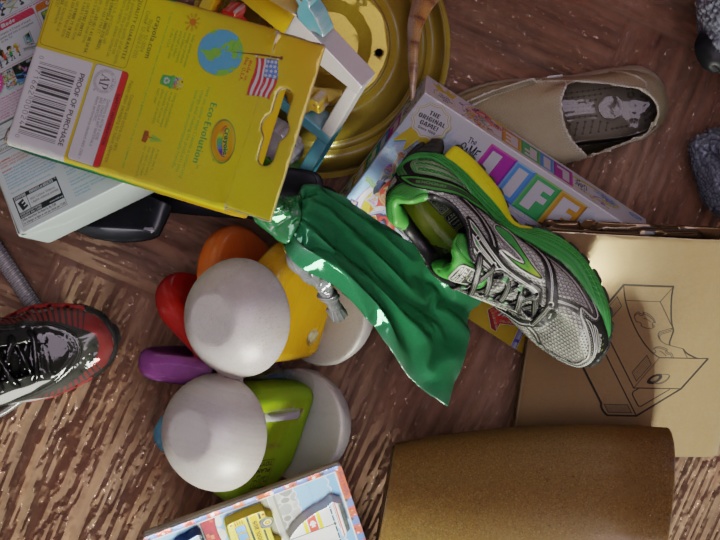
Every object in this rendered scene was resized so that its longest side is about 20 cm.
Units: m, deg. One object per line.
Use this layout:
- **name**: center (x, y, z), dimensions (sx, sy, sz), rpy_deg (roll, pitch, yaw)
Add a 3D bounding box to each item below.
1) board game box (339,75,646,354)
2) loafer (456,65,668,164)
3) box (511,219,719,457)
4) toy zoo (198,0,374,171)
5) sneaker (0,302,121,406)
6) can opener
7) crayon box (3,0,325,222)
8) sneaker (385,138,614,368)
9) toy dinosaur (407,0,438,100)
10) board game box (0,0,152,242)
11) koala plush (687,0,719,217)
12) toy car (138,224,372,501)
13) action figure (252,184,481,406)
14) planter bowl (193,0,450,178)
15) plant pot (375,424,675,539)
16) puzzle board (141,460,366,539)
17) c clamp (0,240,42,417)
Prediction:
- **board game box**: center (0.092, -0.035, 1.574), dimensions (0.200, 0.034, 0.135), rpy_deg (32, 116, -11)
- **loafer**: center (0.137, -0.112, 1.587), dimensions (0.199, 0.068, 0.076), rpy_deg (-16, 96, -4)
- **box**: center (0.203, 0.054, 1.586), dimensions (0.163, 0.021, 0.201), rpy_deg (2, 122, -5)
- **toy zoo**: center (-0.068, -0.135, 1.507), dimensions (0.131, 0.200, 0.020), rpy_deg (39, 50, 5)
- **sneaker**: center (-0.273, 0.069, 1.529), dimensions (0.199, 0.098, 0.071), rpy_deg (-9, 97, 1)
- **can opener**: center (-0.111, -0.055, 1.543), dimensions (0.199, 0.063, 0.079), rpy_deg (1, 79, 18)
- **crayon box**: center (-0.126, -0.114, 1.432), dimensions (0.199, 0.051, 0.128), rpy_deg (18, 89, 16)
- **sneaker**: center (0.093, 0.001, 1.503), dimensions (0.200, 0.085, 0.078), rpy_deg (41, 129, 0)
- **toy dinosaur**: center (0.071, -0.226, 1.546), dimensions (0.106, 0.061, 0.200), rpy_deg (41, 63, 18)
- **board game box**: center (-0.207, -0.142, 1.514), dimensions (0.147, 0.064, 0.201), rpy_deg (-24, 80, 11)
- **koala plush**: center (0.313, -0.165, 1.558), dimensions (0.183, 0.177, 0.201), rpy_deg (-31, 97, -13)
- **toy car**: center (-0.092, 0.065, 1.550), dimensions (0.149, 0.175, 0.201), rpy_deg (16, 99, 29)
- **action figure**: center (0.000, 0.000, 1.496), dimensions (0.200, 0.055, 0.119), rpy_deg (36, 50, -33)
- **planter bowl**: center (-0.027, -0.166, 1.560), dimensions (0.199, 0.083, 0.202), rpy_deg (0, 95, -5)
- **plant pot**: center (0.113, 0.192, 1.562), dimensions (0.199, 0.186, 0.187), rpy_deg (9, 94, 0)
- **puzzle board**: center (-0.063, 0.233, 1.567), dimensions (0.150, 0.017, 0.201), rpy_deg (-19, 134, -3)
- **c clamp**: center (-0.284, 0.006, 1.579), dimensions (0.170, 0.027, 0.201), rpy_deg (-27, 98, -1)
